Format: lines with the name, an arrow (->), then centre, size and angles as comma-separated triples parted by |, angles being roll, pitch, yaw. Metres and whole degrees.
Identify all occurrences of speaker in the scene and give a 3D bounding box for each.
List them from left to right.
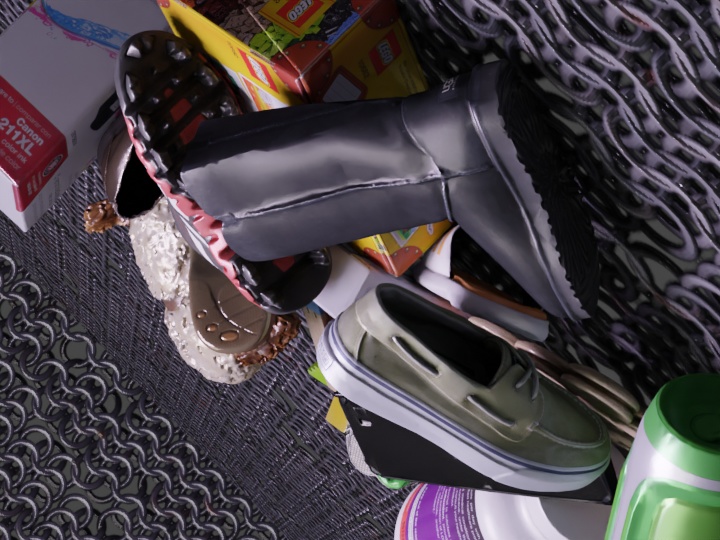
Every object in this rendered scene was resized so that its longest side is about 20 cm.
speaker -> 0.188, 0.160, 1.190 | 0.088, 0.088, 0.201 | 36, 134, 35

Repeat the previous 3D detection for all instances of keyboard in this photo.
keyboard -> 0.076, 0.094, 1.314 | 0.199, 0.040, 0.105 | 2, 128, 37

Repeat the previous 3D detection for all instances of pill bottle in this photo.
pill bottle -> 0.109, 0.174, 1.412 | 0.113, 0.112, 0.200 | 46, 150, -3

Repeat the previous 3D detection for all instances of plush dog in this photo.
plush dog -> -0.120, 0.007, 1.618 | 0.173, 0.159, 0.200 | 72, 162, -4

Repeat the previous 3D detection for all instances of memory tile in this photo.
memory tile -> 0.163, 0.094, 1.276 | 0.200, 0.017, 0.153 | 37, 173, -36

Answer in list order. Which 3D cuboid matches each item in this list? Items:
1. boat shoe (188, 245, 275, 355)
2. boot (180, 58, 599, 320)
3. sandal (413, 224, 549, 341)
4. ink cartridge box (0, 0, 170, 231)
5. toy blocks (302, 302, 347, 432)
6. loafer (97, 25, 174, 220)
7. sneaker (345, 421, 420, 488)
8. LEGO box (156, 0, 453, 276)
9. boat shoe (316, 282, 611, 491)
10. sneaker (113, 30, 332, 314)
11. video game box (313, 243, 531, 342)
boat shoe -> -0.093, -0.036, 1.503 | 0.071, 0.202, 0.068 | -4, 171, 11
boot -> 0.018, -0.028, 1.140 | 0.198, 0.066, 0.166 | -12, 121, 26
sandal -> 0.088, 0.001, 1.254 | 0.079, 0.060, 0.207 | 23, -178, -9
ink cartridge box -> -0.196, -0.139, 1.415 | 0.083, 0.200, 0.146 | 42, 167, 3
toy blocks -> 0.025, 0.064, 1.604 | 0.199, 0.100, 0.137 | 32, 151, 39
loafer -> -0.112, -0.102, 1.363 | 0.072, 0.072, 0.200 | 17, 135, -24
sneaker -> 0.024, 0.119, 1.496 | 0.078, 0.085, 0.200 | 38, 158, -2
LEGO box -> -0.028, -0.110, 1.243 | 0.149, 0.077, 0.201 | 36, 163, 35
boat shoe -> 0.070, 0.070, 1.171 | 0.199, 0.072, 0.062 | 23, 133, -24
sneaker -> -0.096, -0.063, 1.261 | 0.201, 0.071, 0.098 | 56, 167, -25
video game box -> 0.000, 0.000, 1.393 | 0.182, 0.047, 0.200 | 28, -173, -45
